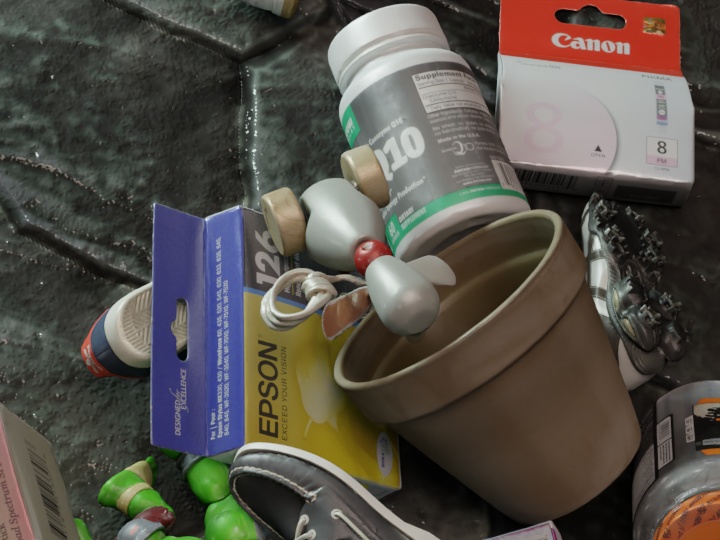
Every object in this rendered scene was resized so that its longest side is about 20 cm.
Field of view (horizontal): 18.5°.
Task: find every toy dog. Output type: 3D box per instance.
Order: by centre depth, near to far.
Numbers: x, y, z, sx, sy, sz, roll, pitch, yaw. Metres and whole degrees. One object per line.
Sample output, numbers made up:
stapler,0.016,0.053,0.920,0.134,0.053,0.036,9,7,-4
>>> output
toy dog,0.000,0.000,1.600,0.132,0.096,0.200,-13,39,7

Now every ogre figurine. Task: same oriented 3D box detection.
ogre figurine,-0.149,0.206,1.565,0.120,0.098,0.200,32,51,23

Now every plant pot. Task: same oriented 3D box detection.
plant pot,0.109,0.084,1.611,0.200,0.200,0.174,-43,107,-25

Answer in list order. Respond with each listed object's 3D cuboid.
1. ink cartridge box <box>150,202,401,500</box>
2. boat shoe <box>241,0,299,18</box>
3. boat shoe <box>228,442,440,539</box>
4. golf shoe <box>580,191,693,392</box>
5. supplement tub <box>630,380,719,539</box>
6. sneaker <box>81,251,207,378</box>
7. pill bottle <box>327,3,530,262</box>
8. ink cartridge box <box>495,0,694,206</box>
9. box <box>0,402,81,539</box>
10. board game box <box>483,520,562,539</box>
ink cartridge box,-0.061,0.055,1.633,0.200,0.047,0.198,20,56,-37
boat shoe,-0.066,-0.309,1.863,0.069,0.071,0.200,14,62,-2
boat shoe,-0.013,0.191,1.522,0.200,0.074,0.060,33,46,10
golf shoe,0.192,0.018,1.722,0.078,0.095,0.200,28,30,-21
supplement tub,0.253,0.167,1.573,0.122,0.123,0.200,15,20,1
sneaker,-0.129,0.031,1.679,0.200,0.084,0.075,-19,81,-43
pill bottle,0.050,-0.102,1.746,0.113,0.113,0.200,-14,64,-15
ink cartridge box,0.193,-0.155,1.831,0.162,0.057,0.200,6,66,-4
box,-0.300,0.193,1.506,0.200,0.109,0.128,-24,65,5
board game box,0.063,0.296,1.535,0.199,0.041,0.200,-16,63,10
